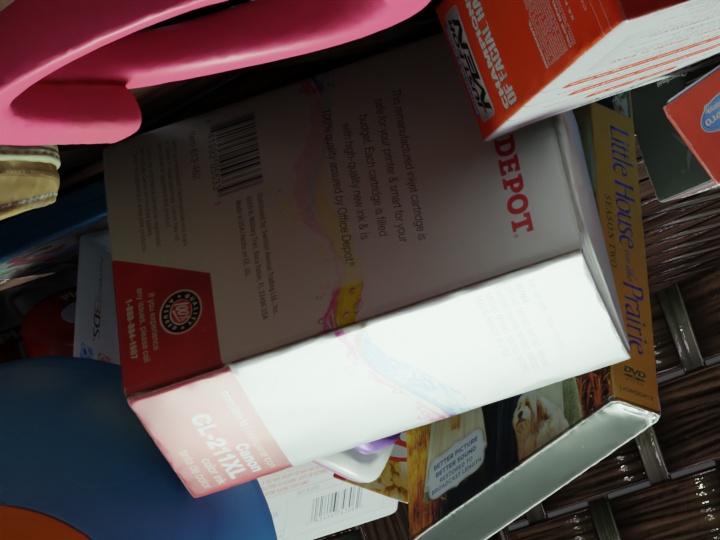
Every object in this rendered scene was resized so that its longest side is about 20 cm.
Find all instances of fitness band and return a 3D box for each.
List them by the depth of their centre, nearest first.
[{"bbox_3d":[-0.056,-0.085,0.994,0.143,0.037,0.200,-24,174,22],"label":"fitness band"}]

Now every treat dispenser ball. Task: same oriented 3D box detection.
[{"bbox_3d":[-0.135,0.139,1.327,0.200,0.201,0.201,-18,175,-2],"label":"treat dispenser ball"}]

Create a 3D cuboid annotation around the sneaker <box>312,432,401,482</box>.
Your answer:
[{"bbox_3d":[0.000,0.000,1.361,0.080,0.200,0.088,27,122,-33],"label":"sneaker"}]

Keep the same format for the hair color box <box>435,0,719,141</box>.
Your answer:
[{"bbox_3d":[0.108,-0.112,1.113,0.111,0.064,0.200,-19,174,-15],"label":"hair color box"}]

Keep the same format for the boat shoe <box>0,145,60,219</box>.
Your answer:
[{"bbox_3d":[-0.188,-0.006,1.102,0.200,0.076,0.072,-14,173,-43],"label":"boat shoe"}]

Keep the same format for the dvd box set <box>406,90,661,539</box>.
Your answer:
[{"bbox_3d":[0.072,0.010,1.337,0.029,0.200,0.146,22,139,-29],"label":"dvd box set"}]

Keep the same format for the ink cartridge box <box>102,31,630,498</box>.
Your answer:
[{"bbox_3d":[0.001,-0.008,1.258,0.200,0.146,0.083,-18,137,10],"label":"ink cartridge box"}]

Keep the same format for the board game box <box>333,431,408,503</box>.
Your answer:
[{"bbox_3d":[0.059,0.010,1.522,0.046,0.200,0.151,18,-171,22],"label":"board game box"}]

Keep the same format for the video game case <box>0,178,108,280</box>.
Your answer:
[{"bbox_3d":[-0.110,-0.026,1.483,0.143,0.018,0.200,-21,174,29],"label":"video game case"}]

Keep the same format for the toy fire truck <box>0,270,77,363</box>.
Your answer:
[{"bbox_3d":[-0.188,0.063,1.539,0.200,0.112,0.168,-19,-151,-16],"label":"toy fire truck"}]

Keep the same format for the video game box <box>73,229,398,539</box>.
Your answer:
[{"bbox_3d":[-0.057,0.055,1.488,0.200,0.183,0.047,-13,-150,-42],"label":"video game box"}]

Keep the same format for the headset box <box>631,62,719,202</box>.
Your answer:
[{"bbox_3d":[0.251,-0.103,1.627,0.200,0.075,0.149,-14,173,-44],"label":"headset box"}]

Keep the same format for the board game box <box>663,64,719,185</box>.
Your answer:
[{"bbox_3d":[0.228,-0.116,1.229,0.200,0.040,0.153,-35,179,19],"label":"board game box"}]
